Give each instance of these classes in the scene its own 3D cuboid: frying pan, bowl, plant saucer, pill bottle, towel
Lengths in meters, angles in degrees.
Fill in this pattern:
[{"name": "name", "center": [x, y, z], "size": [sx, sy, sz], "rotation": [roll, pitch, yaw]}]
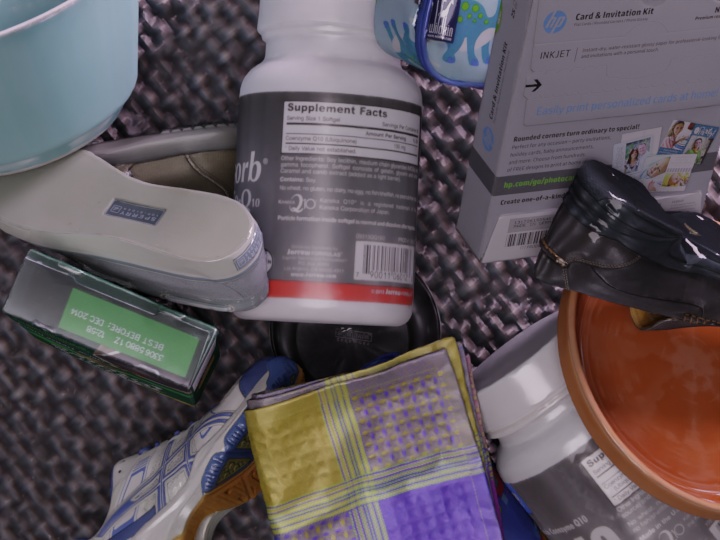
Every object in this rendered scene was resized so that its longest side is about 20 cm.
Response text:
[{"name": "frying pan", "center": [0.014, 0.010, 1.291], "size": [0.115, 0.031, 0.190], "rotation": [30, 105, -2]}, {"name": "bowl", "center": [-0.216, -0.131, 1.212], "size": [0.200, 0.201, 0.105], "rotation": [-14, 120, 7]}, {"name": "plant saucer", "center": [0.208, 0.059, 1.224], "size": [0.200, 0.200, 0.032], "rotation": [41, 144, -4]}, {"name": "pill bottle", "center": [0.158, 0.130, 1.258], "size": [0.114, 0.114, 0.200], "rotation": [-37, 95, 10]}, {"name": "pill bottle", "center": [-0.020, -0.068, 1.223], "size": [0.115, 0.116, 0.201], "rotation": [3, 87, 4]}, {"name": "towel", "center": [0.017, 0.151, 1.208], "size": [0.143, 0.023, 0.201], "rotation": [-14, 98, -8]}]

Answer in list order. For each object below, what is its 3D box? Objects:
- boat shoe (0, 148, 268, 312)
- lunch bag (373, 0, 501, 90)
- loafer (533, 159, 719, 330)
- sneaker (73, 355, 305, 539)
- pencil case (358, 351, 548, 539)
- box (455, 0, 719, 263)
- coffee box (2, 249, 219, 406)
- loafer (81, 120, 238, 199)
[{"name": "boat shoe", "center": [-0.142, -0.017, 1.186], "size": [0.200, 0.070, 0.072], "rotation": [16, 143, 28]}, {"name": "lunch bag", "center": [0.112, -0.184, 1.178], "size": [0.199, 0.082, 0.161], "rotation": [7, 102, -29]}, {"name": "loafer", "center": [0.186, 0.004, 1.186], "size": [0.200, 0.073, 0.072], "rotation": [27, 111, -30]}, {"name": "sneaker", "center": [-0.117, 0.129, 1.275], "size": [0.088, 0.075, 0.200], "rotation": [30, 79, 30]}, {"name": "pencil case", "center": [0.052, 0.148, 1.276], "size": [0.087, 0.078, 0.200], "rotation": [-27, 110, 35]}, {"name": "box", "center": [0.146, -0.104, 1.153], "size": [0.155, 0.041, 0.201], "rotation": [-8, 129, -23]}, {"name": "coffee box", "center": [-0.149, 0.039, 1.220], "size": [0.123, 0.200, 0.044], "rotation": [23, 83, -2]}, {"name": "loafer", "center": [-0.165, -0.048, 1.267], "size": [0.199, 0.075, 0.070], "rotation": [-9, 96, 6]}]
